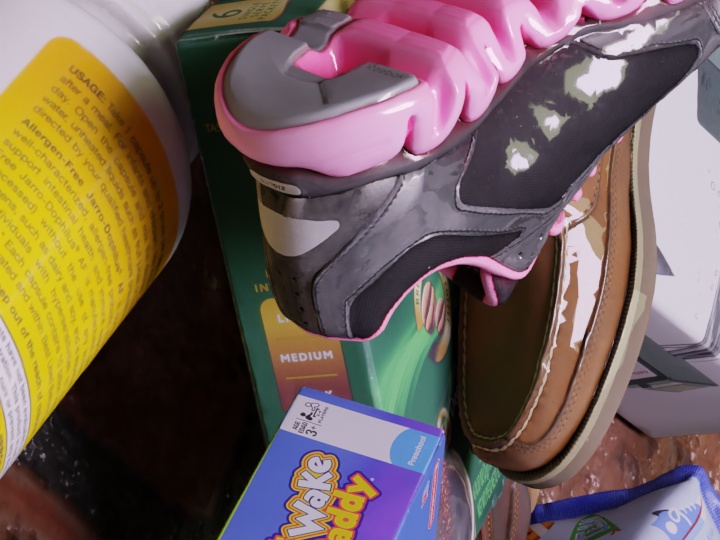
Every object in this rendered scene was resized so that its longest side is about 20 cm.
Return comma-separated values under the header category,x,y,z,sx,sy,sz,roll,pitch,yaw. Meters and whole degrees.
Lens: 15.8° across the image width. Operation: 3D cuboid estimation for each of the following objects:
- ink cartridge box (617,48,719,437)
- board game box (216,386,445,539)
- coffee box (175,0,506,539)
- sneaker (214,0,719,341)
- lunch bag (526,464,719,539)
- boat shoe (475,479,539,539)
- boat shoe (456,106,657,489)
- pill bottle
category,x,y,z,sx,sy,sz,roll,pitch,yaw
ink cartridge box,0.112,-0.036,1.051,0.200,0.084,0.146,35,59,-44
board game box,-0.024,0.152,0.743,0.135,0.045,0.200,-61,162,-44
coffee box,0.000,0.000,0.812,0.123,0.044,0.201,-53,135,-62
sneaker,0.042,-0.042,0.745,0.200,0.079,0.096,-26,121,-35
lunch bag,0.096,0.206,0.965,0.200,0.124,0.170,60,42,-16
boat shoe,0.010,0.031,0.923,0.070,0.070,0.200,-51,123,-47
boat shoe,0.052,-0.035,0.821,0.068,0.072,0.201,20,72,-36
pill bottle,-0.117,-0.013,0.735,0.113,0.113,0.200,61,41,-26
